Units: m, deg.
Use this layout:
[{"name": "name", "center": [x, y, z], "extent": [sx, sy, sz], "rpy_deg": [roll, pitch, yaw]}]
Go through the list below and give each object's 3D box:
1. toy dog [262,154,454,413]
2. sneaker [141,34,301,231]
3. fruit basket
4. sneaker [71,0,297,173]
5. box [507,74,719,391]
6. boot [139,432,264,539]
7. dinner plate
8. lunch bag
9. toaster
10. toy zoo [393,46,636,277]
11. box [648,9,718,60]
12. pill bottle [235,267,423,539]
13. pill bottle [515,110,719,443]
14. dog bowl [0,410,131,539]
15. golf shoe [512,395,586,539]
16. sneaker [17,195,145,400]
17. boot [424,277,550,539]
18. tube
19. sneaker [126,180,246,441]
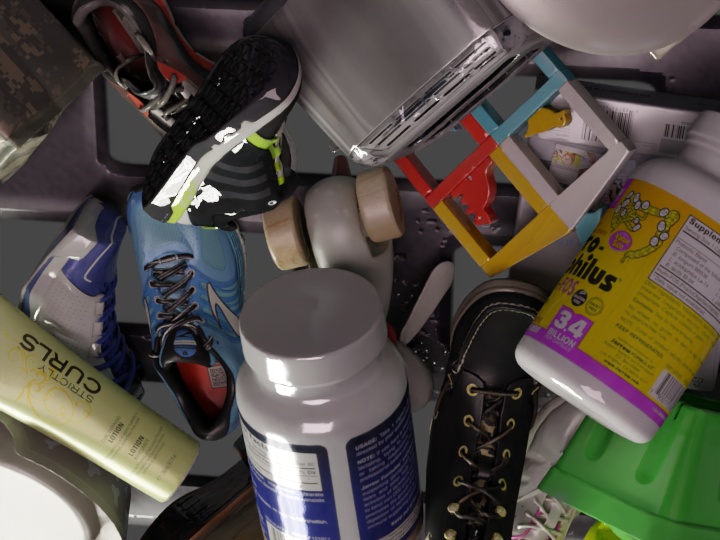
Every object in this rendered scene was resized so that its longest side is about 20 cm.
[{"name": "toy dog", "center": [0.000, 0.000, 1.219], "extent": [0.131, 0.096, 0.201], "rpy_deg": [5, 128, 3]}, {"name": "sneaker", "center": [-0.070, -0.082, 1.117], "extent": [0.083, 0.072, 0.200], "rpy_deg": [20, 150, -22]}, {"name": "fruit basket", "center": [0.218, 0.186, 1.187], "extent": [0.215, 0.155, 0.217], "rpy_deg": [-9, 106, -31]}, {"name": "sneaker", "center": [-0.127, -0.115, 1.178], "extent": [0.200, 0.082, 0.077], "rpy_deg": [45, 111, -10]}, {"name": "box", "center": [0.182, -0.024, 1.194], "extent": [0.155, 0.041, 0.201], "rpy_deg": [8, 112, 6]}, {"name": "boot", "center": [-0.086, 0.196, 1.275], "extent": [0.200, 0.075, 0.097], "rpy_deg": [-44, 112, -11]}, {"name": "dinner plate", "center": [0.152, -0.229, 1.035], "extent": [0.199, 0.024, 0.201], "rpy_deg": [1, 87, -18]}, {"name": "lunch bag", "center": [-0.292, -0.126, 1.175], "extent": [0.164, 0.118, 0.200], "rpy_deg": [46, 140, -9]}, {"name": "toaster", "center": [0.033, -0.159, 1.091], "extent": [0.200, 0.114, 0.129], "rpy_deg": [-40, 84, 28]}, {"name": "toy zoo", "center": [0.090, -0.089, 1.151], "extent": [0.131, 0.020, 0.200], "rpy_deg": [-43, 80, 25]}, {"name": "box", "center": [0.149, -0.234, 1.096], "extent": [0.082, 0.068, 0.200], "rpy_deg": [-40, 102, 20]}, {"name": "pill bottle", "center": [-0.021, 0.105, 1.167], "extent": [0.115, 0.116, 0.201], "rpy_deg": [-1, 128, 8]}, {"name": "pill bottle", "center": [0.191, 0.001, 1.099], "extent": [0.104, 0.104, 0.200], "rpy_deg": [34, 87, -7]}, {"name": "dog bowl", "center": [-0.262, 0.164, 1.290], "extent": [0.199, 0.059, 0.200], "rpy_deg": [10, 138, 9]}, {"name": "golf shoe", "center": [0.136, 0.165, 1.244], "extent": [0.075, 0.092, 0.200], "rpy_deg": [27, 118, -14]}, {"name": "sneaker", "center": [-0.198, 0.048, 1.265], "extent": [0.115, 0.081, 0.200], "rpy_deg": [29, 120, -8]}, {"name": "boot", "center": [0.086, 0.120, 1.170], "extent": [0.073, 0.154, 0.204], "rpy_deg": [10, 137, -4]}, {"name": "tube", "center": [-0.207, 0.089, 1.212], "extent": [0.200, 0.058, 0.052], "rpy_deg": [35, 132, -12]}, {"name": "sneaker", "center": [-0.116, 0.030, 1.232], "extent": [0.078, 0.090, 0.201], "rpy_deg": [-14, 109, 13]}]
